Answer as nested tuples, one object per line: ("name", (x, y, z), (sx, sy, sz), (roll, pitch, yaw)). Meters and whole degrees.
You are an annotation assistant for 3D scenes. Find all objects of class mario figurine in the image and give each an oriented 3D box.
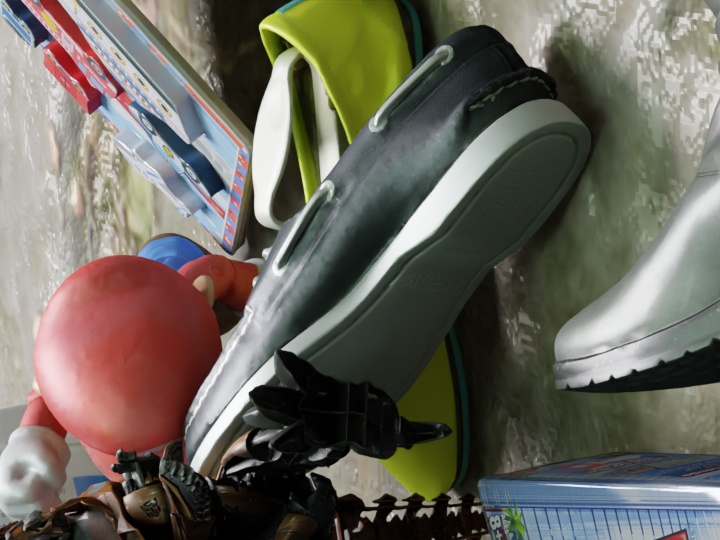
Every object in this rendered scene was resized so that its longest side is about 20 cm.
("mario figurine", (-0.079, 0.047, 1.129), (0.200, 0.106, 0.124), (-102, 32, -81))

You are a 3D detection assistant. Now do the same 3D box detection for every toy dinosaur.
("toy dinosaur", (-0.035, 0.087, 0.984), (0.136, 0.200, 0.102), (-27, 90, 57))

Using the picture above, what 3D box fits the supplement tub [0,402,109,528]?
("supplement tub", (-0.160, 0.173, 1.324), (0.132, 0.132, 0.200), (-32, 71, 58))

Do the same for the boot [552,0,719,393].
("boot", (0.121, -0.044, 0.862), (0.200, 0.068, 0.131), (-33, 65, 50))

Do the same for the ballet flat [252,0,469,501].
("ballet flat", (-0.006, -0.008, 1.074), (0.067, 0.067, 0.200), (3, 101, 59))

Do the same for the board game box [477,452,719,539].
("board game box", (0.132, 0.134, 0.881), (0.200, 0.062, 0.200), (-33, 69, 59))

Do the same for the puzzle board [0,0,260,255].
("puzzle board", (-0.115, -0.097, 1.154), (0.200, 0.017, 0.151), (47, 167, 7))

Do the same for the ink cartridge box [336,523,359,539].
("ink cartridge box", (-0.012, 0.222, 1.130), (0.147, 0.083, 0.200), (31, 124, 53))

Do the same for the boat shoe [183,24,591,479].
("boat shoe", (0.000, 0.000, 1.016), (0.200, 0.076, 0.060), (-46, 58, 16))
